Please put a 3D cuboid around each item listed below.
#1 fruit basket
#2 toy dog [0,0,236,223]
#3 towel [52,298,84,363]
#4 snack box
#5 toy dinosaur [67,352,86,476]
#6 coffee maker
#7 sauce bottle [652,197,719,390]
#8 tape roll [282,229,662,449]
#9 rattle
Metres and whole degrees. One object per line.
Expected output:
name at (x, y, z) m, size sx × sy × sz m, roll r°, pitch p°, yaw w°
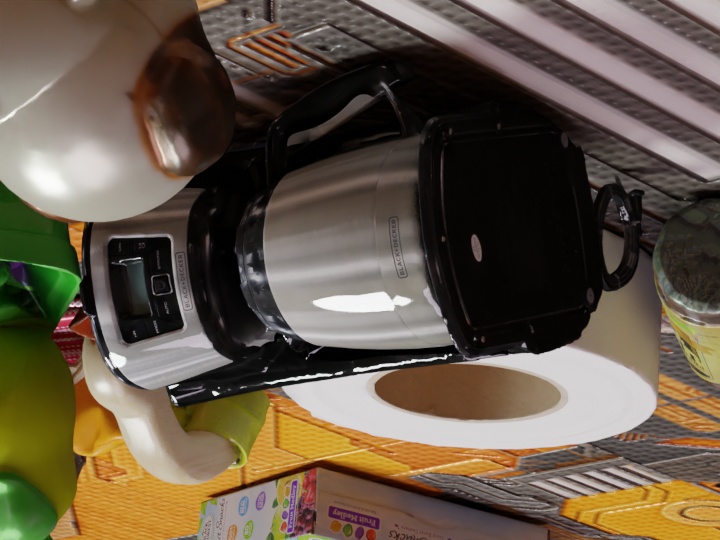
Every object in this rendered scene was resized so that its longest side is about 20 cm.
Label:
fruit basket at (-0.206, 0.034, 1.412) m, size 0.155 × 0.216 × 0.216 m, roll 9°, pitch 160°, yaw -14°
toy dog at (-0.136, -0.092, 1.076) m, size 0.200 × 0.194 × 0.139 m, roll 27°, pitch 139°, yaw -33°
towel at (-0.161, 0.061, 1.737) m, size 0.144 × 0.023 × 0.200 m, roll -6°, pitch 157°, yaw 25°
snack box at (0.008, 0.190, 2.007) m, size 0.200 × 0.053 × 0.142 m, roll 18°, pitch 155°, yaw -32°
toy dinosaur at (-0.227, 0.092, 1.694) m, size 0.135 × 0.086 × 0.200 m, roll 15°, pitch 161°, yaw -42°
coffee maker at (0.000, 0.000, 1.368) m, size 0.200 × 0.135 × 0.192 m, roll -8°, pitch 157°, yaw 33°
sauce bottle at (0.192, 0.027, 1.500) m, size 0.065 × 0.065 × 0.200 m, roll -1°, pitch 158°, yaw 14°
tape roll at (0.057, 0.033, 1.539) m, size 0.202 × 0.071 × 0.202 m, roll 3°, pitch 161°, yaw 1°
rattle at (-0.140, 0.034, 1.522) m, size 0.143 × 0.130 × 0.200 m, roll 20°, pitch 179°, yaw 32°
